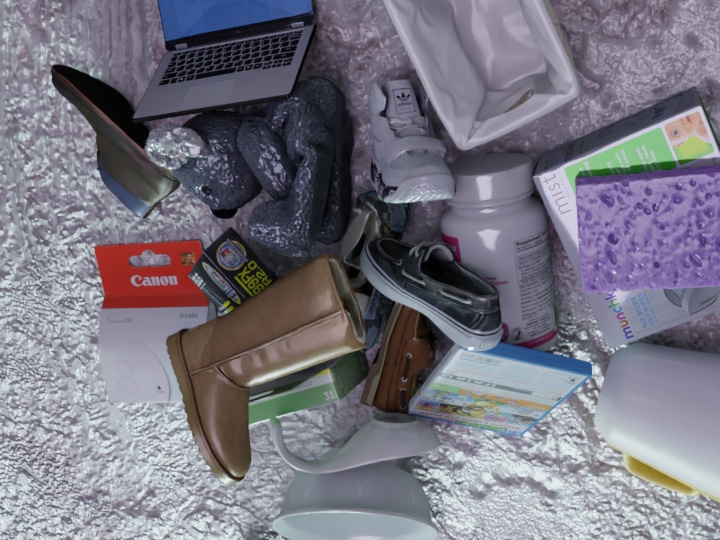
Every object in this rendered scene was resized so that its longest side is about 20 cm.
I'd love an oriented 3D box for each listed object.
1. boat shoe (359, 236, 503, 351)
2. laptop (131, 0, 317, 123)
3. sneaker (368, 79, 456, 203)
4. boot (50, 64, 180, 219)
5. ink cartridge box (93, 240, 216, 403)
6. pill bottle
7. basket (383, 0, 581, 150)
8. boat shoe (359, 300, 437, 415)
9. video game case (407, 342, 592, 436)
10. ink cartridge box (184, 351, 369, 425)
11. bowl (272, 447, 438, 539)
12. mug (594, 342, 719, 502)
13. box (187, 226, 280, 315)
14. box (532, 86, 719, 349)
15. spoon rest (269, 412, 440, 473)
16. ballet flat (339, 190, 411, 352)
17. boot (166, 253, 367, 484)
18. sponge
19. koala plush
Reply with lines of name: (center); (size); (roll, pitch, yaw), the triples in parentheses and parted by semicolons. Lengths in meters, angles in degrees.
boat shoe: (0.076, 0.003, 1.006); (0.199, 0.072, 0.072); (34, 129, 40)
laptop: (-0.153, -0.273, 1.041); (0.185, 0.201, 0.117); (-6, 135, 20)
sneaker: (0.047, -0.134, 1.001); (0.074, 0.200, 0.117); (-5, 103, -8)
boot: (-0.299, -0.150, 1.165); (0.199, 0.075, 0.097); (39, 113, -1)
ink cartridge box: (-0.261, 0.069, 1.248); (0.160, 0.057, 0.202); (-2, 113, 19)
pill bottle: (0.145, -0.015, 1.049); (0.112, 0.113, 0.203); (-4, 108, 19)
basket: (0.121, -0.243, 0.968); (0.134, 0.123, 0.202); (-23, 102, 23)
boat shoe: (0.058, 0.081, 1.142); (0.067, 0.072, 0.202); (20, 124, 5)
video game case: (0.145, 0.130, 1.071); (0.141, 0.018, 0.200); (12, 150, -8)
ink cartridge box: (-0.090, 0.145, 1.135); (0.144, 0.200, 0.048); (-19, 95, 23)
bowl: (-0.004, 0.272, 1.194); (0.198, 0.091, 0.202); (2, 152, 1)
mug: (0.328, 0.164, 1.044); (0.152, 0.149, 0.189); (17, 107, 20)
box: (-0.120, 0.039, 1.119); (0.044, 0.200, 0.160); (-44, 95, -16)
box: (0.294, -0.052, 0.999); (0.175, 0.097, 0.202); (-21, 103, 21)
spoon rest: (-0.006, 0.198, 1.129); (0.197, 0.099, 0.061); (2, 95, -13)
ballet flat: (0.000, 0.000, 1.123); (0.073, 0.074, 0.202); (16, 108, 12)
boot: (-0.084, 0.102, 0.986); (0.198, 0.066, 0.177); (-23, 89, 16)
sponge: (0.305, -0.040, 0.930); (0.197, 0.030, 0.113); (-4, 109, 16)
koala plush: (-0.119, -0.123, 1.073); (0.197, 0.177, 0.186); (8, 99, 15)
